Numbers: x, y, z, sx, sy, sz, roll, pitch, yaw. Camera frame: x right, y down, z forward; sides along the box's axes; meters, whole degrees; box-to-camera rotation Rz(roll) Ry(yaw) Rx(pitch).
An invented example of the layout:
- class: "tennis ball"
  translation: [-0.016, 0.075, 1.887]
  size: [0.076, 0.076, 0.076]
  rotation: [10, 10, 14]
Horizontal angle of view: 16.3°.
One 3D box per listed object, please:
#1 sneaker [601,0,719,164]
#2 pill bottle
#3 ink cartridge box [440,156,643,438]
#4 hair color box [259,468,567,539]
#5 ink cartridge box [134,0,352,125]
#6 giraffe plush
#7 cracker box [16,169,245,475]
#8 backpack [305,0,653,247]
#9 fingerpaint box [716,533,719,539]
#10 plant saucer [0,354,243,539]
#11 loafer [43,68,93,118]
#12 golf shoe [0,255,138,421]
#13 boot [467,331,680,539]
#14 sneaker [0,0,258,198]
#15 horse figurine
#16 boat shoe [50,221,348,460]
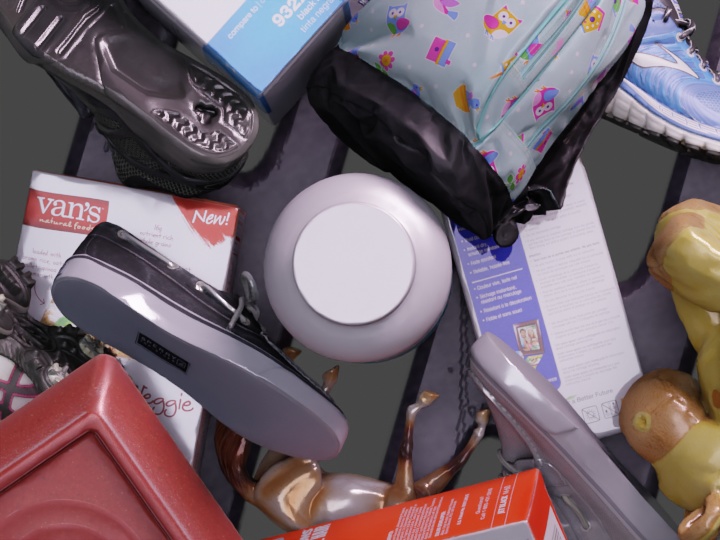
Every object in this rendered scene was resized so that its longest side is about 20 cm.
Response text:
- class: "sneaker"
  translation: [0.192, -0.125, 1.559]
  size: [0.199, 0.079, 0.089]
  rotation: [24, 91, 3]
- class: "pill bottle"
  translation: [0.000, 0.000, 1.500]
  size: [0.110, 0.200, 0.111]
  rotation: [0, 87, 3]
- class: "ink cartridge box"
  translation: [0.113, 0.012, 1.578]
  size: [0.094, 0.037, 0.201]
  rotation: [-16, 89, 2]
- class: "hair color box"
  translation: [0.031, 0.201, 1.513]
  size: [0.199, 0.064, 0.111]
  rotation: [-16, 112, 19]
- class: "ink cartridge box"
  translation: [-0.104, -0.191, 1.540]
  size: [0.200, 0.145, 0.084]
  rotation: [42, 89, 3]
- class: "giraffe plush"
  translation: [0.228, 0.075, 1.512]
  size: [0.200, 0.172, 0.162]
  rotation: [45, 112, 33]
- class: "cracker box"
  translation: [-0.155, 0.047, 1.576]
  size: [0.133, 0.058, 0.201]
  rotation: [10, 87, 2]
- class: "backpack"
  translation: [0.081, -0.138, 1.486]
  size: [0.167, 0.127, 0.200]
  rotation: [38, 84, 26]
- class: "fingerpaint box"
  translation: [0.205, 0.275, 1.537]
  size: [0.200, 0.073, 0.167]
  rotation: [-32, 92, 1]
- class: "plant saucer"
  translation: [-0.172, 0.185, 1.467]
  size: [0.199, 0.037, 0.200]
  rotation: [-34, 98, 2]
- class: "loafer"
  translation: [-0.225, -0.178, 1.583]
  size: [0.200, 0.068, 0.070]
  rotation: [41, 81, 0]
- class: "golf shoe"
  translation: [-0.205, 0.067, 1.524]
  size: [0.200, 0.077, 0.088]
  rotation: [48, 118, 1]
- class: "boot"
  translation: [0.107, 0.133, 1.526]
  size: [0.096, 0.074, 0.200]
  rotation: [-40, 113, 6]
- class: "sneaker"
  translation: [-0.153, -0.114, 1.530]
  size: [0.199, 0.114, 0.076]
  rotation: [37, 66, 5]
- class: "horse figurine"
  translation: [-0.008, 0.128, 1.568]
  size: [0.199, 0.050, 0.133]
  rotation: [17, 93, -1]
- class: "boat shoe"
  translation: [-0.087, 0.039, 1.514]
  size: [0.199, 0.074, 0.068]
  rotation: [29, 55, 5]
